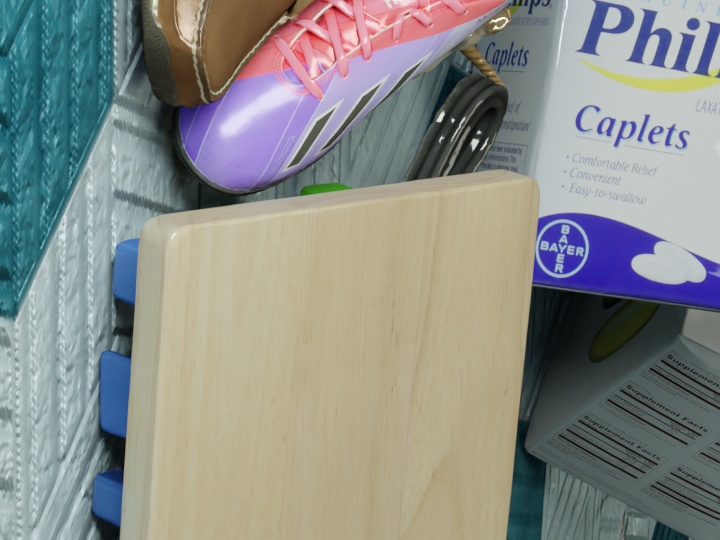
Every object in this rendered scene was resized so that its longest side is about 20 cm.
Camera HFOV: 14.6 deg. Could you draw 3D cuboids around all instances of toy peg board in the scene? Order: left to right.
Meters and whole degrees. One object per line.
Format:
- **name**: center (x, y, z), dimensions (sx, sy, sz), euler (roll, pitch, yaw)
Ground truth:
- **toy peg board**: center (-0.038, 0.059, 1.125), dimensions (0.199, 0.098, 0.201), euler (-9, 110, -43)

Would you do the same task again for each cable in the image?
- **cable**: center (0.000, 0.000, 1.251), dimensions (0.097, 0.050, 0.201), euler (12, 99, -62)

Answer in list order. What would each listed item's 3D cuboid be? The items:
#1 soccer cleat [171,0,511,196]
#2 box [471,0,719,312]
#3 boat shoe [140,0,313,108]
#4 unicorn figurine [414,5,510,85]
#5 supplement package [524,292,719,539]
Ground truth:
- **soccer cleat**: center (0.008, -0.103, 1.119), dimensions (0.200, 0.068, 0.073), euler (-38, -173, -25)
- **box**: center (0.159, -0.084, 1.498), dimensions (0.105, 0.183, 0.201), euler (-168, -94, -69)
- **boat shoe**: center (-0.026, -0.144, 1.089), dimensions (0.076, 0.073, 0.201), euler (79, 26, -48)
- **unicorn figurine**: center (0.030, -0.119, 1.267), dimensions (0.200, 0.137, 0.074), euler (-24, 84, -45)
- **supplement package**: center (0.228, 0.031, 1.749), dimensions (0.200, 0.147, 0.192), euler (-43, -157, 55)
